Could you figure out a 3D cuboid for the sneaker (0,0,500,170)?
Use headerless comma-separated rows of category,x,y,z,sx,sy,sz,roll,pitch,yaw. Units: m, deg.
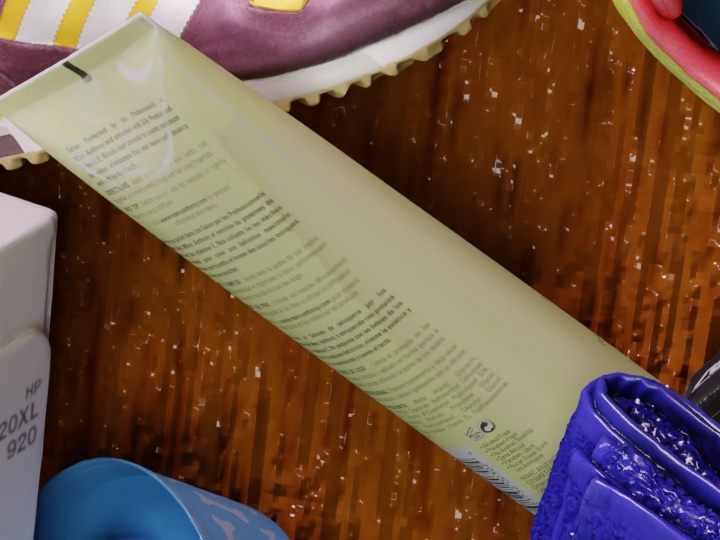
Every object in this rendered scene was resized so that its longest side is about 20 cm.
sneaker,-0.054,-0.087,0.765,0.200,0.075,0.090,-14,107,16

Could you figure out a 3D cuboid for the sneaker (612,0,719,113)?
sneaker,0.082,-0.099,0.715,0.200,0.090,0.078,46,111,10

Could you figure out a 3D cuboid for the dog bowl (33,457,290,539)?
dog bowl,-0.074,0.149,0.823,0.111,0.050,0.200,43,116,42

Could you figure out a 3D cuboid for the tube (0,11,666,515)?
tube,0.000,0.000,0.750,0.200,0.052,0.058,35,106,-22

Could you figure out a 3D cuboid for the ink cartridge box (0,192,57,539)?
ink cartridge box,-0.205,0.042,0.768,0.200,0.147,0.145,18,118,23

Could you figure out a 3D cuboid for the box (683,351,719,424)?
box,0.220,0.051,0.753,0.193,0.048,0.200,-41,93,22

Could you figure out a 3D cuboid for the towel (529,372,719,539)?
towel,0.088,0.140,0.749,0.148,0.050,0.200,38,138,24
